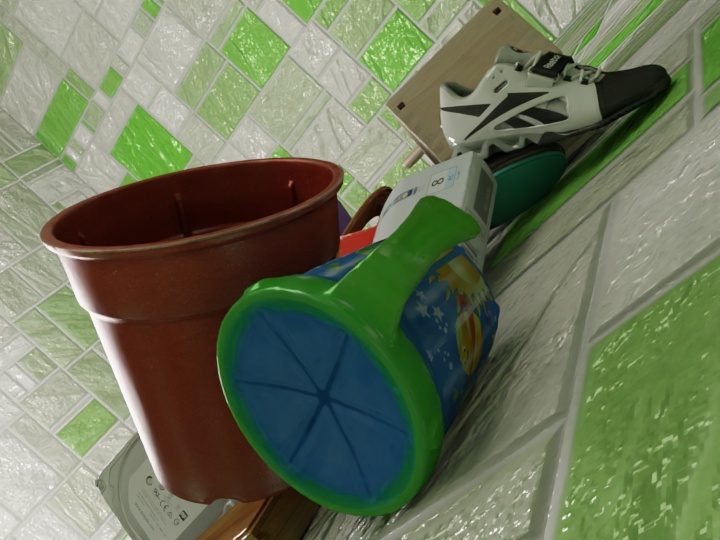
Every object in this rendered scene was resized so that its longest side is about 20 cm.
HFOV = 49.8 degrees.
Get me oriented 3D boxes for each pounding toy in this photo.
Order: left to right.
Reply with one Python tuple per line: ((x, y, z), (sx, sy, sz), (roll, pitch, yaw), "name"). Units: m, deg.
((0.123, -0.171, 0.866), (0.184, 0.142, 0.200), (-43, -25, 7), "pounding toy")

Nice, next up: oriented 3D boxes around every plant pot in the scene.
((-0.095, 0.041, 0.548), (0.199, 0.196, 0.201), (-8, 20, 3), "plant pot")

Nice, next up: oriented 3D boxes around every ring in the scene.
((0.000, 0.000, 0.886), (0.201, 0.019, 0.201), (-59, -15, -27), "ring")

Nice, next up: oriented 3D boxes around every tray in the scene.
((-0.102, 0.219, 0.602), (0.200, 0.037, 0.099), (-47, 3, 34), "tray")

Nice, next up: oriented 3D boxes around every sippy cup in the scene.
((0.011, 0.044, 0.442), (0.177, 0.140, 0.130), (-19, 12, 43), "sippy cup")

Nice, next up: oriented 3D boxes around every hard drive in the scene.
((-0.161, 0.193, 0.770), (0.200, 0.140, 0.038), (-47, -20, 9), "hard drive")

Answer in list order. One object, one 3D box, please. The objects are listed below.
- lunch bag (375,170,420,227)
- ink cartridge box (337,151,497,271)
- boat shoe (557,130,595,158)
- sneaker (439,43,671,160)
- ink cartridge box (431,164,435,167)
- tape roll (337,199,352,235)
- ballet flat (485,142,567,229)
((0.034, 0.016, 0.866), (0.151, 0.094, 0.200), (-54, -3, -40), "lunch bag")
((0.011, -0.004, 0.652), (0.199, 0.047, 0.161), (-16, 41, 34), "ink cartridge box")
((0.158, -0.111, 0.762), (0.200, 0.072, 0.060), (-43, -2, 28), "boat shoe")
((0.152, -0.153, 0.654), (0.199, 0.089, 0.074), (-11, 15, 31), "sneaker")
((0.187, -0.178, 1.018), (0.200, 0.085, 0.145), (-46, 3, 16), "ink cartridge box")
((-0.084, 0.003, 0.969), (0.199, 0.085, 0.200), (-34, -13, -9), "tape roll")
((0.095, -0.060, 0.718), (0.200, 0.073, 0.073), (-41, 4, 8), "ballet flat")
